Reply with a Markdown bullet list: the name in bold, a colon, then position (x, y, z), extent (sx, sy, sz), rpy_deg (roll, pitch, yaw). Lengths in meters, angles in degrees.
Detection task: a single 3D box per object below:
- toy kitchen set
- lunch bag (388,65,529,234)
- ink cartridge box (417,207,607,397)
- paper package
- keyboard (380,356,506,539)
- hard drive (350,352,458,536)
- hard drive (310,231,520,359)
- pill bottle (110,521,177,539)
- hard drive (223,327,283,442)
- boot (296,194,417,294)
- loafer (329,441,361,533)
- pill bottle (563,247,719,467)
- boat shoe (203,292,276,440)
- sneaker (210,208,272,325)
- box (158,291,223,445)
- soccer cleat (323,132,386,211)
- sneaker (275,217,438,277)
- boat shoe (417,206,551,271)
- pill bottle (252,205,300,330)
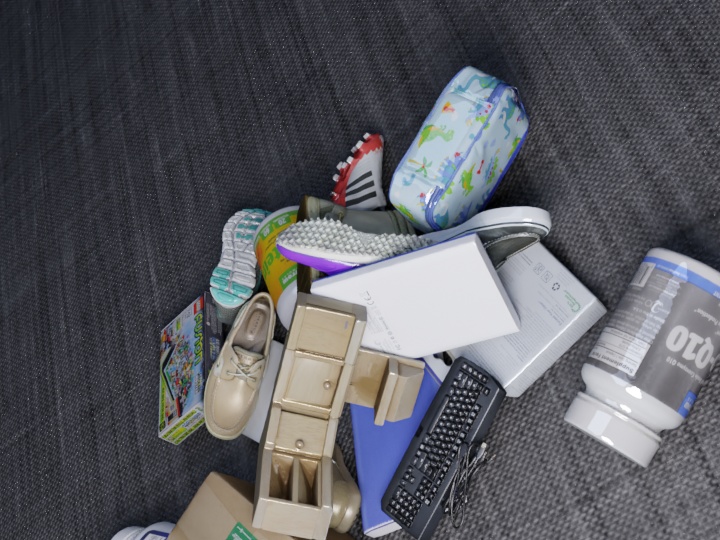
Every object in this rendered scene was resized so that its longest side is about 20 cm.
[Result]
- **toy kitchen set**: position (-0.013, 0.161, 1.240), extent (0.180, 0.163, 0.200), rpy_deg (-94, 18, -68)
- **lunch bag**: position (0.126, -0.136, 1.399), extent (0.082, 0.161, 0.200), rpy_deg (29, 85, 24)
- **ink cartridge box**: position (0.155, 0.052, 1.338), extent (0.200, 0.041, 0.200), rpy_deg (-43, 45, 6)
- **paper package**: position (-0.085, 0.329, 1.291), extent (0.200, 0.191, 0.104), rpy_deg (28, 89, 45)
- **keyboard**: position (0.092, 0.199, 1.250), extent (0.104, 0.040, 0.200), rpy_deg (30, 98, 37)
- **hard drive**: position (0.051, 0.199, 1.355), extent (0.132, 0.025, 0.200), rpy_deg (-27, 51, 27)
- **hard drive**: position (0.062, 0.039, 1.285), extent (0.200, 0.132, 0.025), rpy_deg (-17, 32, 22)
- **pill bottle**: position (-0.229, 0.381, 1.441), extent (0.200, 0.120, 0.120), rpy_deg (0, 67, 42)
- **hard drive**: position (-0.134, 0.159, 1.551), extent (0.200, 0.027, 0.132), rpy_deg (18, 79, 46)
- **boot**: position (0.000, 0.000, 1.421), extent (0.072, 0.155, 0.200), rpy_deg (118, 153, -53)
- **loafer**: position (-0.058, 0.244, 1.376), extent (0.076, 0.067, 0.200), rpy_deg (-63, 25, 2)
- **pill bottle**: position (0.294, 0.088, 1.152), extent (0.114, 0.114, 0.200), rpy_deg (27, 86, 46)
- **boat shoe**: position (-0.157, 0.123, 1.509), extent (0.065, 0.072, 0.200), rpy_deg (120, 168, -67)
- **sneaker**: position (-0.171, -0.005, 1.645), extent (0.078, 0.091, 0.200), rpy_deg (16, 48, 4)
- **box**: position (-0.239, 0.136, 1.621), extent (0.110, 0.035, 0.200), rpy_deg (-41, 37, 27)
- **soccer cleat**: position (0.004, -0.109, 1.560), extent (0.069, 0.085, 0.200), rpy_deg (-44, 17, 44)
- **sneaker**: position (-0.005, 0.005, 1.329), extent (0.200, 0.100, 0.070), rpy_deg (11, 34, 15)
- **boat shoe**: position (0.137, -0.017, 1.330), extent (0.200, 0.072, 0.071), rpy_deg (-20, 59, 40)
- **pill bottle**: position (-0.066, 0.017, 1.510), extent (0.111, 0.111, 0.200), rpy_deg (-41, 46, 16)
